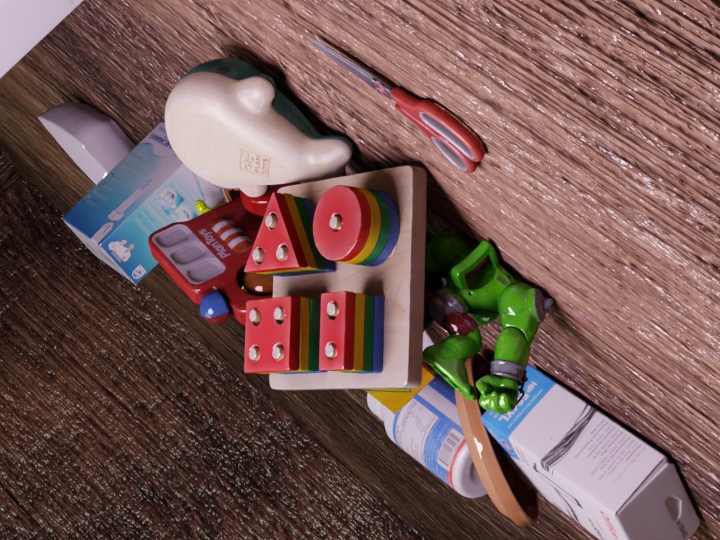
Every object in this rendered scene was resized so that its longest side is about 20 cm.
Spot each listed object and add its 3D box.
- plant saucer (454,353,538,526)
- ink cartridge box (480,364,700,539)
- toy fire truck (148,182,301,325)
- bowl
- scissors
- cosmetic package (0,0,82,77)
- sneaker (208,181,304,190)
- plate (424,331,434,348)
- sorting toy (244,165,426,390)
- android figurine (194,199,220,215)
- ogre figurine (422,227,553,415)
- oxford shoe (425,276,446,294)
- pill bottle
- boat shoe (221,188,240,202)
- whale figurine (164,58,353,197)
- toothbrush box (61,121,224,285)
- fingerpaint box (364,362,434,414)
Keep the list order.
[{"bbox_3d":[0.149,0.190,1.689,0.200,0.032,0.201,-21,-90,-78],"label":"plant saucer"},{"bbox_3d":[0.239,0.208,1.567,0.200,0.084,0.146,35,166,43],"label":"ink cartridge box"},{"bbox_3d":[-0.109,-0.008,1.572,0.200,0.168,0.112,45,154,41],"label":"toy fire truck"},{"bbox_3d":[-0.423,-0.195,2.498,0.200,0.075,0.200,30,161,52],"label":"bowl"},{"bbox_3d":[0.027,-0.148,1.240,0.200,0.014,0.073,42,171,16],"label":"scissors"},{"bbox_3d":[-0.397,-0.339,1.572,0.199,0.200,0.123,42,168,16],"label":"cosmetic package"},{"bbox_3d":[-0.129,-0.137,1.696,0.200,0.078,0.082,20,150,44],"label":"sneaker"},{"bbox_3d":[0.000,0.000,1.709,0.200,0.032,0.200,49,177,46],"label":"plate"},{"bbox_3d":[-0.033,0.009,1.397,0.069,0.200,0.200,7,171,-40],"label":"sorting toy"},{"bbox_3d":[-0.160,-0.006,1.990,0.200,0.041,0.182,61,172,-25],"label":"android figurine"},{"bbox_3d":[0.093,0.038,1.393,0.098,0.120,0.200,48,171,-36],"label":"ogre figurine"},{"bbox_3d":[0.037,-0.026,1.530,0.074,0.071,0.200,17,160,37],"label":"oxford shoe"},{"bbox_3d":[0.102,0.197,1.947,0.200,0.112,0.112,36,166,42],"label":"pill bottle"},{"bbox_3d":[-0.111,-0.043,1.752,0.076,0.074,0.200,109,144,-45],"label":"boat shoe"},{"bbox_3d":[-0.095,-0.143,1.516,0.199,0.104,0.159,19,139,11],"label":"whale figurine"},{"bbox_3d":[-0.288,-0.095,2.056,0.085,0.200,0.146,51,166,-33],"label":"toothbrush box"},{"bbox_3d":[-0.021,0.058,1.812,0.167,0.073,0.200,42,-173,-45],"label":"fingerpaint box"}]
